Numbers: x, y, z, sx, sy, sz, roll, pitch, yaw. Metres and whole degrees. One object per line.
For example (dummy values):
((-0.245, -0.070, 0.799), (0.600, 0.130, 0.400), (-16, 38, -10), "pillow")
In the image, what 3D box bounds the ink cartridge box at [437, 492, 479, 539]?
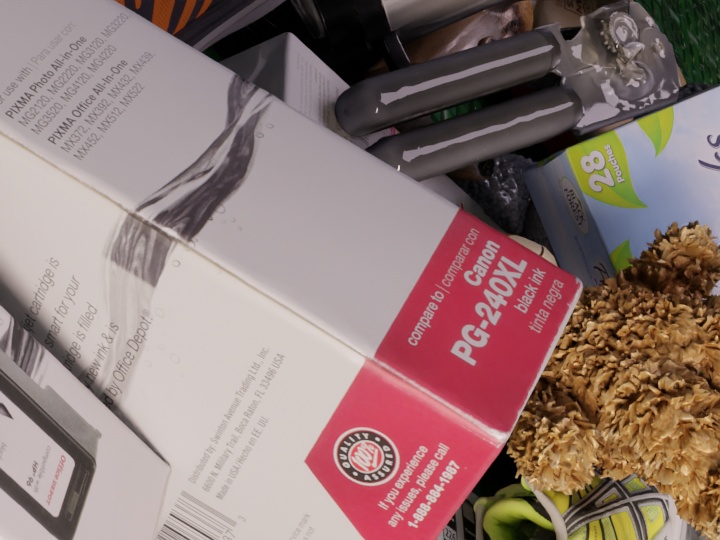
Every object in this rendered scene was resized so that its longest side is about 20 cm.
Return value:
((-0.013, 0.114, 0.782), (0.200, 0.084, 0.176), (40, 39, -42), "ink cartridge box")

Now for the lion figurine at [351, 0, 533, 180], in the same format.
((0.039, -0.102, 1.012), (0.200, 0.122, 0.073), (-39, 119, -47), "lion figurine")

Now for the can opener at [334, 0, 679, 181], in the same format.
((0.066, -0.077, 0.908), (0.200, 0.067, 0.053), (-20, 88, -36), "can opener")

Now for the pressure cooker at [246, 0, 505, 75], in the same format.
((0.010, -0.196, 0.924), (0.176, 0.200, 0.179), (-115, -179, -46), "pressure cooker")

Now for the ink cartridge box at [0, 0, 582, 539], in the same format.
((-0.056, 0.017, 0.619), (0.200, 0.145, 0.083), (32, 44, 1), "ink cartridge box")

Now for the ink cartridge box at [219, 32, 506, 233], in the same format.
((0.000, 0.000, 0.897), (0.200, 0.068, 0.115), (39, 41, -42), "ink cartridge box")

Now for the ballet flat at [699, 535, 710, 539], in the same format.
((0.186, 0.177, 1.098), (0.069, 0.071, 0.200), (48, 35, -32), "ballet flat")

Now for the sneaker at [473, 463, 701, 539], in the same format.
((0.089, 0.102, 0.809), (0.076, 0.075, 0.200), (48, 24, -13), "sneaker")

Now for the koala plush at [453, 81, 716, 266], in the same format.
((0.146, 0.042, 1.024), (0.184, 0.177, 0.201), (50, 27, -56), "koala plush")

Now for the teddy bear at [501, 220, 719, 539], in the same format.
((0.105, 0.035, 0.785), (0.200, 0.145, 0.067), (43, -18, 44), "teddy bear")

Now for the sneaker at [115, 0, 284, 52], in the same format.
((-0.083, -0.127, 0.715), (0.078, 0.200, 0.112), (34, -6, 33), "sneaker")

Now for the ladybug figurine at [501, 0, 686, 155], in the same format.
((0.137, -0.113, 1.203), (0.200, 0.072, 0.136), (38, 41, -44), "ladybug figurine")

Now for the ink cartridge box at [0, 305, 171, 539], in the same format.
((-0.138, 0.062, 0.568), (0.200, 0.116, 0.068), (49, 35, -33), "ink cartridge box")

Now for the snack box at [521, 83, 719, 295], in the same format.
((0.200, -0.010, 0.924), (0.169, 0.200, 0.068), (66, -15, 1), "snack box")
